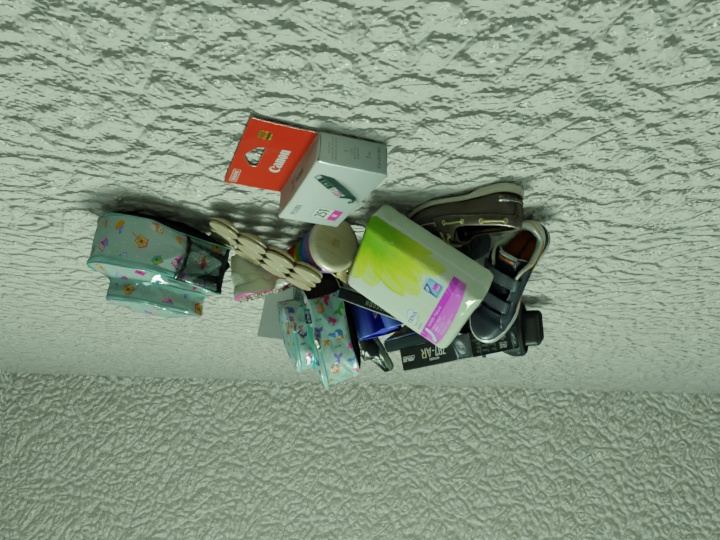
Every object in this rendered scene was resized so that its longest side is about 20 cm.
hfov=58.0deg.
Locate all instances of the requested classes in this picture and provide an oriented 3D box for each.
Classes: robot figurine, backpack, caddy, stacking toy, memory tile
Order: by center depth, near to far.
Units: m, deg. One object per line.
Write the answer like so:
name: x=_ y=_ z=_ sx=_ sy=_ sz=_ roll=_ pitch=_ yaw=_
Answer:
backpack: x=-0.333 y=-0.009 z=1.042 sx=0.172 sy=0.158 sz=0.199 roll=3 pitch=158 yaw=41
memory tile: x=-0.157 y=-0.025 z=1.059 sx=0.196 sy=0.017 sz=0.153 roll=28 pitch=166 yaw=-7
stacking toy: x=-0.081 y=-0.029 z=1.090 sx=0.083 sy=0.088 sz=0.199 roll=10 pitch=168 yaw=-26
backpack: x=-0.076 y=0.121 z=1.254 sx=0.147 sy=0.206 sz=0.177 roll=-22 pitch=-174 yaw=-12
caddy: x=0.056 y=0.071 z=1.338 sx=0.138 sy=0.108 sz=0.198 roll=-22 pitch=170 yaw=26
robot figurine: x=0.318 y=0.138 z=1.492 sx=0.194 sy=0.128 sz=0.151 roll=-5 pitch=144 yaw=23

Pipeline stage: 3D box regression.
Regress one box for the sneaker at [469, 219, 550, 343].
sneaker: x=0.217 y=0.014 z=0.990 sx=0.077 sy=0.205 sz=0.079 roll=28 pitch=-173 yaw=27

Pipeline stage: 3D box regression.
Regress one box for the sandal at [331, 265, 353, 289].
sandal: x=-0.002 y=-0.002 z=1.166 sx=0.205 sy=0.072 sz=0.078 roll=-3 pitch=163 yaw=16

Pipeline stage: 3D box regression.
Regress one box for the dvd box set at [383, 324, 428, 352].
dvd box set: x=0.155 y=0.118 z=1.427 sx=0.144 sy=0.030 sz=0.198 roll=-19 pitch=-174 yaw=38

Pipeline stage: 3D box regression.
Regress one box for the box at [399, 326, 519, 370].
box: x=0.194 y=0.150 z=1.254 sx=0.157 sy=0.045 sz=0.197 roll=-18 pitch=168 yaw=37

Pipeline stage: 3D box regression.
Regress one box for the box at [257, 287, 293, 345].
box: x=-0.124 y=0.109 z=1.438 sx=0.095 sy=0.129 sz=0.199 roll=4 pitch=166 yaw=29

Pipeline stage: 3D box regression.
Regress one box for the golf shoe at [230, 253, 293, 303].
golf shoe: x=-0.164 y=-0.003 z=1.198 sx=0.074 sy=0.094 sz=0.198 roll=-21 pitch=177 yaw=30

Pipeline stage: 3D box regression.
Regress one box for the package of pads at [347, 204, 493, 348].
package of pads: x=0.082 y=0.013 z=0.980 sx=0.197 sy=0.069 sz=0.156 roll=34 pitch=144 yaw=8

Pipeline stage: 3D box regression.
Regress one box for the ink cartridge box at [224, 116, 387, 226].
ink cartridge box: x=-0.078 y=-0.118 z=0.835 sx=0.168 sy=0.045 sz=0.200 roll=7 pitch=163 yaw=-20

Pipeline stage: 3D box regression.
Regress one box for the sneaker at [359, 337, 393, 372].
sneaker: x=-0.015 y=0.165 z=1.417 sx=0.200 sy=0.114 sz=0.076 roll=49 pitch=180 yaw=-22

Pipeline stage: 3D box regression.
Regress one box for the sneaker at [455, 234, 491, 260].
sneaker: x=0.123 y=-0.041 z=1.053 sx=0.194 sy=0.073 sz=0.081 roll=-4 pitch=180 yaw=28

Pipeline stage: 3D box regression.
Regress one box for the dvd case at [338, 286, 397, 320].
dvd case: x=0.064 y=0.075 z=1.162 sx=0.194 sy=0.025 sz=0.150 roll=19 pitch=177 yaw=11

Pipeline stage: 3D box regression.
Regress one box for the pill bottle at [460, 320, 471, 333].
pill bottle: x=0.200 y=0.060 z=1.265 sx=0.110 sy=0.118 sz=0.199 roll=-5 pitch=163 yaw=22

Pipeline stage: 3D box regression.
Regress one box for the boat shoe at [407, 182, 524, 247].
boat shoe: x=0.146 y=-0.070 z=0.936 sx=0.196 sy=0.062 sz=0.071 roll=-13 pitch=158 yaw=41

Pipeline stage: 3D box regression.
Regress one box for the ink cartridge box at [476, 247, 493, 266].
ink cartridge box: x=0.148 y=0.025 z=1.104 sx=0.194 sy=0.069 sz=0.116 roll=-19 pitch=175 yaw=4
